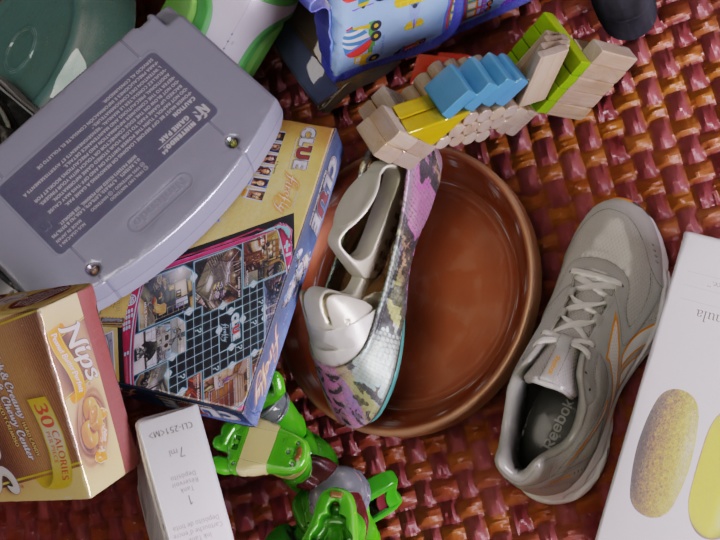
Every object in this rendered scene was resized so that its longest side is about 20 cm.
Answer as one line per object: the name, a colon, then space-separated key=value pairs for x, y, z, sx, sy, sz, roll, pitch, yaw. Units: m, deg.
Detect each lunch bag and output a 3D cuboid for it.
lunch bag: x=0.037 y=-0.218 z=0.770 sx=0.200 sy=0.151 sz=0.094 roll=-34 pitch=63 yaw=-24

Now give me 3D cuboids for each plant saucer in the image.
plant saucer: x=-0.258 y=-0.169 z=0.970 sx=0.199 sy=0.036 sz=0.201 roll=-19 pitch=60 yaw=35
plant saucer: x=0.031 y=0.014 z=0.834 sx=0.199 sy=0.032 sz=0.201 roll=-8 pitch=73 yaw=29

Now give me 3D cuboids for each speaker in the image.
speaker: x=-0.119 y=-0.148 z=0.881 sx=0.089 sy=0.088 sz=0.200 roll=50 pitch=123 yaw=23

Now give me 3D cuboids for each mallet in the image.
mallet: x=0.206 y=-0.251 z=0.795 sx=0.041 sy=0.066 sz=0.201 roll=27 pitch=92 yaw=27

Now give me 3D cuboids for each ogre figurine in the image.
ogre figurine: x=-0.023 y=0.156 z=0.784 sx=0.200 sy=0.120 sz=0.098 roll=37 pitch=81 yaw=28

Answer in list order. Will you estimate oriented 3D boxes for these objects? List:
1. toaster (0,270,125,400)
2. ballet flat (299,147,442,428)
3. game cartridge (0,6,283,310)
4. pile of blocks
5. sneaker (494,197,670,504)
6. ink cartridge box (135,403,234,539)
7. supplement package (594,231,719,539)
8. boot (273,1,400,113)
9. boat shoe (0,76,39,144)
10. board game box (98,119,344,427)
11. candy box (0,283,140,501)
toaster: x=-0.247 y=0.022 z=0.888 sx=0.200 sy=0.181 sz=0.119 roll=34 pitch=100 yaw=25
ballet flat: x=0.000 y=0.000 z=0.795 sx=0.069 sy=0.071 sz=0.201 roll=12 pitch=85 yaw=40
game cartridge: x=-0.152 y=-0.065 z=0.781 sx=0.200 sy=0.041 sz=0.133 roll=-44 pitch=67 yaw=-11
pile of blocks: x=0.080 y=-0.127 z=0.773 sx=0.062 sy=0.199 sz=0.082 roll=58 pitch=149 yaw=24
sneaker: x=0.137 y=0.048 z=0.756 sx=0.075 sy=0.092 sz=0.201 roll=14 pitch=85 yaw=26
ink cartridge box: x=-0.106 y=0.196 z=0.787 sx=0.043 sy=0.200 sz=0.174 roll=-14 pitch=72 yaw=-15
supplement package: x=0.220 y=0.095 z=0.700 sx=0.113 sy=0.109 sz=0.201 roll=15 pitch=87 yaw=26
boot: x=-0.046 y=-0.209 z=0.896 sx=0.097 sy=0.075 sz=0.200 roll=-43 pitch=68 yaw=8
boat shoe: x=-0.284 y=-0.111 z=0.894 sx=0.199 sy=0.071 sz=0.072 roll=21 pitch=96 yaw=40
board game box: x=-0.103 y=-0.010 z=0.792 sx=0.135 sy=0.035 sz=0.201 roll=12 pitch=68 yaw=15
candy box: x=-0.240 y=0.079 z=0.744 sx=0.199 sy=0.055 sz=0.116 roll=-7 pitch=103 yaw=28
